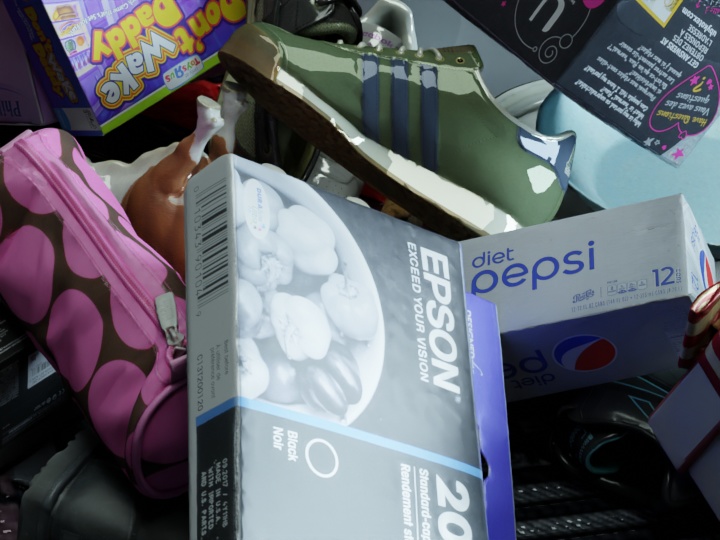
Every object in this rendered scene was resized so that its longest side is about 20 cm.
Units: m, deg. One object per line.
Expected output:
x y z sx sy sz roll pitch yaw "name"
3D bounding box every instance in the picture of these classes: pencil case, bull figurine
-0.122 0.013 1.155 0.091 0.094 0.200 -34 54 -14 "pencil case"
-0.081 -0.026 1.280 0.065 0.122 0.200 -3 37 -50 "bull figurine"

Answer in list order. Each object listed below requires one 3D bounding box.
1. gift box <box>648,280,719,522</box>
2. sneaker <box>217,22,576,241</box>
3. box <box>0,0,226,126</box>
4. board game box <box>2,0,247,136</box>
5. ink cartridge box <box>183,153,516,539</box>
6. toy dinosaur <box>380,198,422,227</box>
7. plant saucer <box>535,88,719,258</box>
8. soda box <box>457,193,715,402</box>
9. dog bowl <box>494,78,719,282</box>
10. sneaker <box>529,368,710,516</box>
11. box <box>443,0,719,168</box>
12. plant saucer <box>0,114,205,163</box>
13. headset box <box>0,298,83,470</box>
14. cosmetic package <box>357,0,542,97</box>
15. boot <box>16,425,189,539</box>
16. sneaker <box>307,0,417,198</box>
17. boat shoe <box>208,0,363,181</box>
0.275 0.057 1.151 0.184 0.200 0.187 -16 64 -34 "gift box"
0.028 -0.090 1.297 0.200 0.067 0.090 36 78 4 "sneaker"
-0.164 -0.159 1.462 0.200 0.097 0.176 -21 16 -34 "box"
-0.109 -0.182 1.362 0.200 0.135 0.045 -36 23 -30 "board game box"
0.009 0.066 1.094 0.200 0.043 0.198 20 53 -37 "ink cartridge box"
0.000 0.000 1.361 0.106 0.060 0.200 23 45 31 "toy dinosaur"
0.195 -0.055 1.356 0.201 0.039 0.201 6 34 -4 "plant saucer"
0.083 0.023 1.245 0.200 0.063 0.068 -13 51 18 "soda box"
0.156 -0.036 1.419 0.200 0.074 0.200 6 34 -4 "dog bowl"
0.124 0.062 1.270 0.079 0.076 0.200 -26 46 -36 "sneaker"
0.119 -0.166 1.332 0.132 0.115 0.200 28 14 -46 "box"
-0.166 -0.045 1.410 0.200 0.035 0.200 5 35 -3 "plant saucer"
-0.241 0.022 1.259 0.200 0.077 0.149 25 38 26 "headset box"
0.058 -0.221 1.558 0.199 0.200 0.123 18 36 14 "cosmetic package"
-0.040 0.116 1.165 0.200 0.066 0.165 18 44 21 "boot"
-0.019 -0.093 1.440 0.075 0.100 0.200 22 42 6 "sneaker"
-0.028 -0.140 1.354 0.066 0.201 0.072 19 6 42 "boat shoe"
